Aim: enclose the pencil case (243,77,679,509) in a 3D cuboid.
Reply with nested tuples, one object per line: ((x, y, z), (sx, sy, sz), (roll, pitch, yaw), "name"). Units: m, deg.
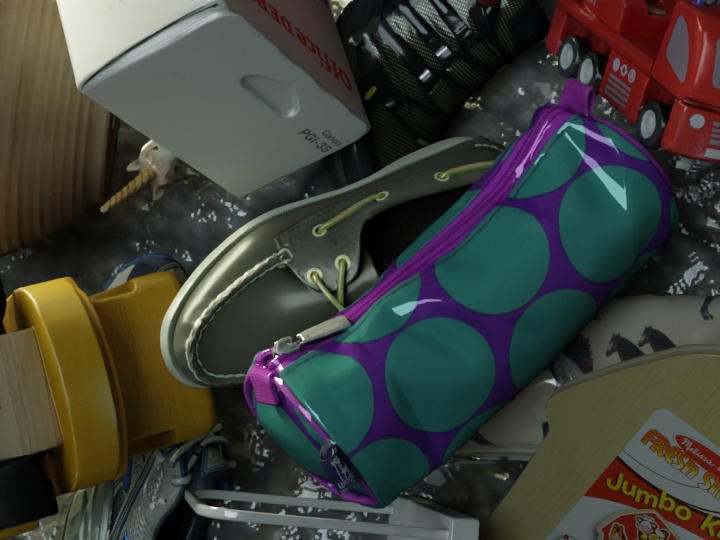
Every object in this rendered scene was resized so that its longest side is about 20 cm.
((0.045, 0.013, 0.687), (0.200, 0.093, 0.085), (-42, 32, -11), "pencil case")

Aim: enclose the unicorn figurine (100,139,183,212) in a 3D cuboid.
((-0.078, -0.131, 0.869), (0.137, 0.074, 0.201), (-26, 57, 24), "unicorn figurine")

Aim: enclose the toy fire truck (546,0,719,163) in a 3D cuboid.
((0.140, -0.147, 0.720), (0.200, 0.048, 0.142), (-122, 42, -59), "toy fire truck")

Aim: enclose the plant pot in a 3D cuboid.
((-0.182, -0.093, 0.869), (0.092, 0.201, 0.202), (7, 86, -7), "plant pot")

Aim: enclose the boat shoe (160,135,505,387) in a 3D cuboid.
((-0.001, -0.003, 0.744), (0.201, 0.072, 0.060), (-30, 23, -17), "boat shoe")

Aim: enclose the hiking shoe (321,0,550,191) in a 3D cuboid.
((0.042, -0.116, 0.795), (0.100, 0.076, 0.201), (9, 87, 31), "hiking shoe")

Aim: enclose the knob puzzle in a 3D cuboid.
((0.167, 0.107, 0.670), (0.219, 0.030, 0.221), (13, 122, 23), "knob puzzle")

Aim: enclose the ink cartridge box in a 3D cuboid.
((-0.084, -0.155, 0.750), (0.082, 0.146, 0.201), (-27, 62, 17), "ink cartridge box")

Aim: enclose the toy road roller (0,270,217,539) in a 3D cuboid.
((-0.160, 0.065, 0.785), (0.200, 0.145, 0.124), (-26, 79, 66), "toy road roller")

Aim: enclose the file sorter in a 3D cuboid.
((-0.027, 0.207, 0.730), (0.124, 0.139, 0.201), (5, 86, -9), "file sorter")

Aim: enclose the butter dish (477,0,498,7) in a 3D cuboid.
((-0.001, -0.243, 0.736), (0.147, 0.200, 0.201), (-7, 46, 31), "butter dish")

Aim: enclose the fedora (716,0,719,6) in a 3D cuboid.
((0.242, -0.130, 0.684), (0.200, 0.091, 0.202), (-4, 82, 27), "fedora")

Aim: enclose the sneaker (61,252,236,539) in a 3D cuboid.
((-0.102, 0.092, 0.845), (0.085, 0.077, 0.201), (9, 98, 32), "sneaker")

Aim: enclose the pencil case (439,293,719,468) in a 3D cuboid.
((0.113, 0.056, 0.735), (0.199, 0.078, 0.090), (-2, 72, 27), "pencil case")
